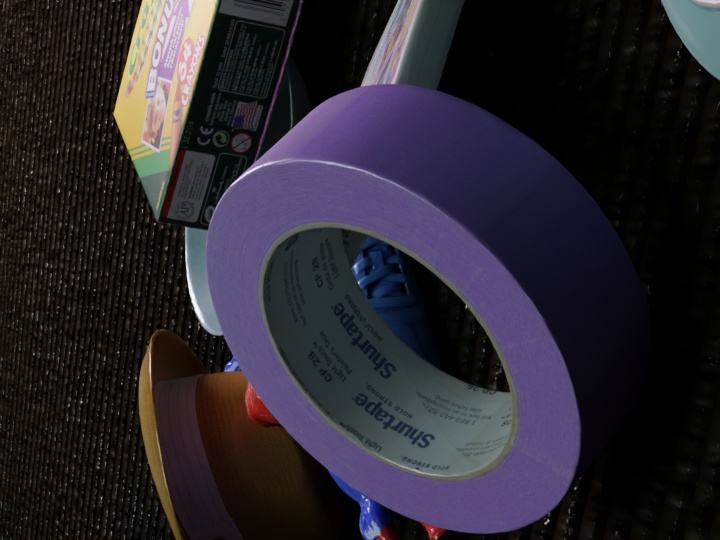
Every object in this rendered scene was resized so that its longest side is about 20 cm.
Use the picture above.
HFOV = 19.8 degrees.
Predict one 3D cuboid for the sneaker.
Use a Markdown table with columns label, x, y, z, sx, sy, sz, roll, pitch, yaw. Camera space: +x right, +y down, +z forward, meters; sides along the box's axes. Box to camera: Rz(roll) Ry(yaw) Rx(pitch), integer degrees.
| label | x | y | z | sx | sy | sz | roll | pitch | yaw |
| --- | --- | --- | --- | --- | --- | --- | --- | --- | --- |
| sneaker | 0.000 | 0.000 | 1.149 | 0.201 | 0.065 | 0.079 | -117 | 37 | -49 |

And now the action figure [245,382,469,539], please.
| label | x | y | z | sx | sy | sz | roll | pitch | yaw |
| --- | --- | --- | --- | --- | --- | --- | --- | --- | --- |
| action figure | 0.008 | 0.090 | 1.150 | 0.200 | 0.098 | 0.066 | 42 | 130 | 33 |

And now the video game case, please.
| label | x | y | z | sx | sy | sz | roll | pitch | yaw |
| --- | --- | --- | --- | --- | --- | --- | --- | --- | --- |
| video game case | 0.018 | -0.092 | 1.038 | 0.182 | 0.024 | 0.201 | 118 | 172 | -51 |

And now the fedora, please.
| label | x | y | z | sx | sy | sz | roll | pitch | yaw |
| --- | --- | --- | --- | --- | --- | --- | --- | --- | --- |
| fedora | -0.062 | 0.120 | 1.239 | 0.201 | 0.081 | 0.202 | -20 | -90 | -80 |

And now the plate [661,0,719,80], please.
| label | x | y | z | sx | sy | sz | roll | pitch | yaw |
| --- | --- | --- | --- | --- | --- | --- | --- | --- | --- |
| plate | 0.151 | -0.171 | 0.805 | 0.200 | 0.025 | 0.202 | 180 | 90 | -69 |

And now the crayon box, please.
| label | x | y | z | sx | sy | sz | roll | pitch | yaw |
| --- | --- | --- | --- | --- | --- | --- | --- | --- | --- |
| crayon box | -0.096 | -0.152 | 1.308 | 0.173 | 0.058 | 0.201 | -123 | 46 | -59 |

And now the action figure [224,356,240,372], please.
| label | x | y | z | sx | sy | sz | roll | pitch | yaw |
| --- | --- | --- | --- | --- | --- | --- | --- | --- | --- |
| action figure | -0.090 | 0.106 | 1.413 | 0.066 | 0.051 | 0.201 | -126 | 38 | -50 |

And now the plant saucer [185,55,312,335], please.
| label | x | y | z | sx | sy | sz | roll | pitch | yaw |
| --- | --- | --- | --- | --- | --- | --- | --- | --- | --- |
| plant saucer | -0.065 | -0.056 | 1.329 | 0.201 | 0.038 | 0.203 | -172 | 90 | -67 |

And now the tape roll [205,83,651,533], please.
| label | x | y | z | sx | sy | sz | roll | pitch | yaw |
| --- | --- | --- | --- | --- | --- | --- | --- | --- | --- |
| tape roll | 0.028 | 0.019 | 0.921 | 0.199 | 0.066 | 0.201 | 26 | 139 | 24 |
